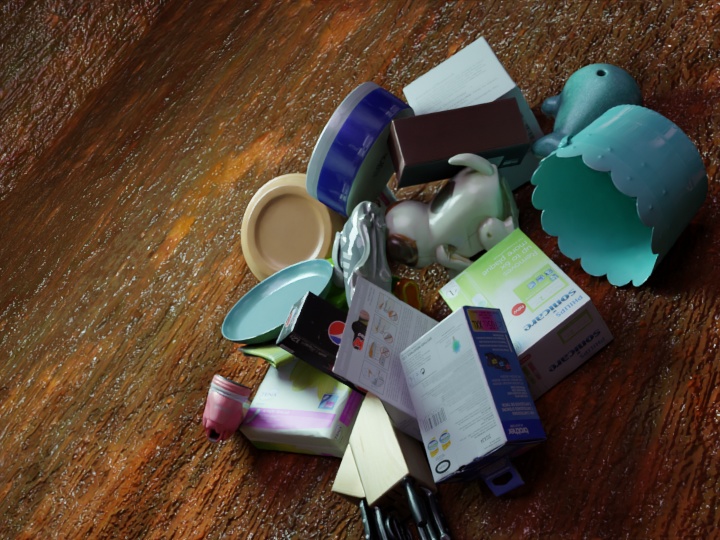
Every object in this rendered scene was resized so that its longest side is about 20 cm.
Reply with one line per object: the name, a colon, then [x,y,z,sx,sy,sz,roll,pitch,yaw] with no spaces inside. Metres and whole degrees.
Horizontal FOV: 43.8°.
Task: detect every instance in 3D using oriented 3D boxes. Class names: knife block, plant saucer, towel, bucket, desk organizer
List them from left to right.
plant saucer: [-0.123,0.052,1.385,0.198,0.028,0.201,-27,22,12]
plant saucer: [-0.113,-0.061,1.491,0.196,0.037,0.205,-1,88,18]
towel: [-0.069,0.106,1.345,0.197,0.023,0.143,-15,9,-30]
knife block: [0.055,0.252,1.113,0.174,0.064,0.203,-3,58,46]
desk organizer: [0.142,-0.188,1.318,0.196,0.072,0.078,-12,72,-10]
bucket: [0.333,-0.100,1.153,0.134,0.209,0.206,-40,32,-20]

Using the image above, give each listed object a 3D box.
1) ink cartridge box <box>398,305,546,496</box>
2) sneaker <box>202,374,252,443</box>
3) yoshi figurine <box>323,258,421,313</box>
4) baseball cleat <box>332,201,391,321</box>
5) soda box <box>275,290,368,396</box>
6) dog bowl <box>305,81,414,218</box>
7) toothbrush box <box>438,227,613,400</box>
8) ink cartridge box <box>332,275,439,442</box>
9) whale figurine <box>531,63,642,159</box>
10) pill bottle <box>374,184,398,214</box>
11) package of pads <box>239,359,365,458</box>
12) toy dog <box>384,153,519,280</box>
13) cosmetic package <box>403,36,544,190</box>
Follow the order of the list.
ink cartridge box: [0.133,0.164,1.065,0.136,0.075,0.203,-42,54,43]
sneaker: [-0.211,0.217,1.350,0.200,0.073,0.088,108,-176,-71]
yoshi figurine: [0.005,0.041,1.384,0.113,0.112,0.199,-52,35,-8]
baseball cleat: [0.000,0.000,1.294,0.106,0.069,0.203,-45,30,47]
soda box: [-0.012,0.113,1.230,0.063,0.198,0.072,-38,24,55]
dog bowl: [0.002,-0.185,1.398,0.078,0.201,0.201,32,69,12]
toothbrush box: [0.213,0.057,1.185,0.145,0.086,0.201,-37,35,4]
ink cartridge box: [0.055,0.122,1.166,0.050,0.198,0.163,-47,21,45]
whale figurine: [0.338,-0.234,1.342,0.158,0.105,0.199,32,59,32]
pill bottle: [-0.029,-0.080,1.548,0.199,0.114,0.114,-37,34,4]
package of pads: [-0.071,0.188,1.323,0.197,0.068,0.156,-4,48,40]
toy dog: [0.127,-0.065,1.322,0.197,0.194,0.142,-19,50,17]
cosmetic package: [0.192,-0.238,1.468,0.165,0.168,0.201,-31,34,12]
